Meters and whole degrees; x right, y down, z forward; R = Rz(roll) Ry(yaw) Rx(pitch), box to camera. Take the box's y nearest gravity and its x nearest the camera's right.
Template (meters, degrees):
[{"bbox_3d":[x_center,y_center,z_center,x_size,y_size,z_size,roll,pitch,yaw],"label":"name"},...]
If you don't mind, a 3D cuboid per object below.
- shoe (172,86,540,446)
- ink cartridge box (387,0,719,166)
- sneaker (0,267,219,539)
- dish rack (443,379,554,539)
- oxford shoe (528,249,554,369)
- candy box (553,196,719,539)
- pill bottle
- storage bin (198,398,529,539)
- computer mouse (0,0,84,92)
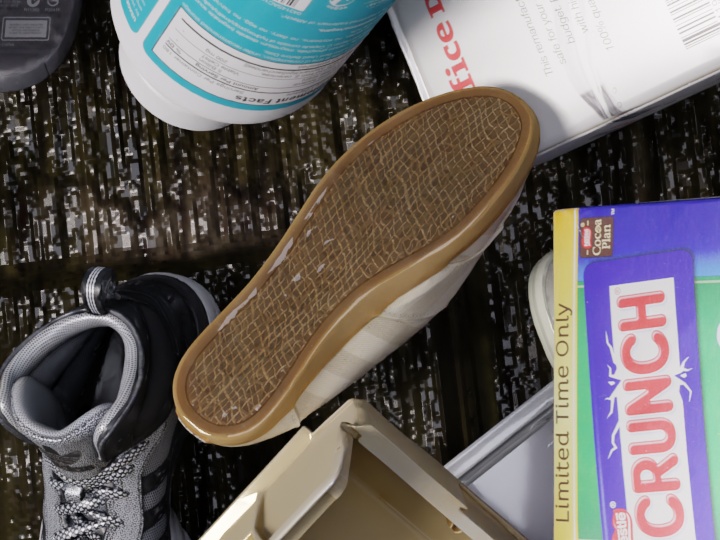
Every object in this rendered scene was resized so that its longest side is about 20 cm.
[{"bbox_3d":[0.000,0.000,0.930,0.200,0.053,0.070,-44,66,-5],"label":"shoe"},{"bbox_3d":[0.113,-0.143,0.942,0.200,0.083,0.147,-24,86,35],"label":"ink cartridge box"},{"bbox_3d":[-0.120,0.095,0.950,0.075,0.114,0.201,9,85,19],"label":"sneaker"},{"bbox_3d":[0.118,0.155,0.993,0.172,0.044,0.200,-38,86,0],"label":"dish rack"},{"bbox_3d":[0.151,0.066,0.958,0.075,0.058,0.200,-31,81,-37],"label":"oxford shoe"},{"bbox_3d":[0.175,0.053,0.849,0.200,0.077,0.170,-3,86,40],"label":"candy box"},{"bbox_3d":[-0.040,-0.135,0.928,0.111,0.200,0.111,11,63,-22],"label":"pill bottle"},{"bbox_3d":[0.004,0.192,0.906,0.200,0.094,0.199,41,98,-13],"label":"storage bin"},{"bbox_3d":[-0.130,-0.176,1.013,0.140,0.046,0.201,-4,76,5],"label":"computer mouse"}]
